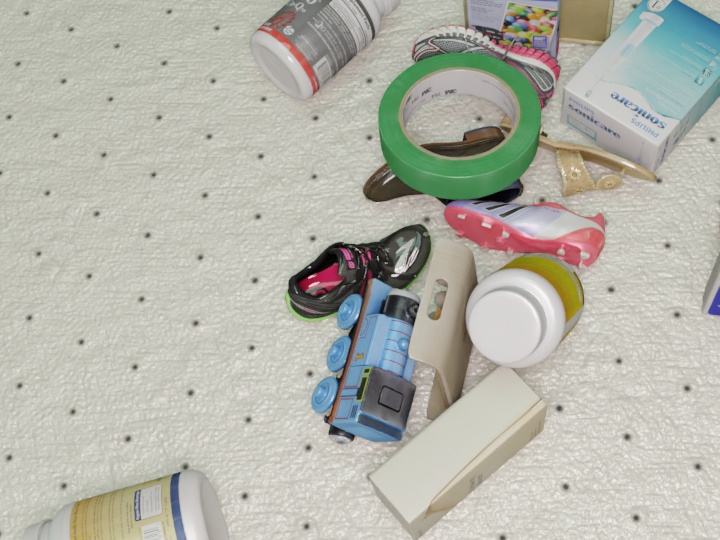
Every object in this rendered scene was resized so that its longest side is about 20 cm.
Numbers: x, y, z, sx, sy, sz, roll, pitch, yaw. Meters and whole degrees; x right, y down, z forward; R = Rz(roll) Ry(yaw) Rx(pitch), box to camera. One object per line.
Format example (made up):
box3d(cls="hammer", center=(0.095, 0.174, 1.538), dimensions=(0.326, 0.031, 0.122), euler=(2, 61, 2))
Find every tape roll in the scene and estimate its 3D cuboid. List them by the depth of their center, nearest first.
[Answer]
box3d(cls="tape roll", center=(0.123, -0.182, 1.331), dimensions=(0.200, 0.048, 0.201), euler=(-2, 58, 3))

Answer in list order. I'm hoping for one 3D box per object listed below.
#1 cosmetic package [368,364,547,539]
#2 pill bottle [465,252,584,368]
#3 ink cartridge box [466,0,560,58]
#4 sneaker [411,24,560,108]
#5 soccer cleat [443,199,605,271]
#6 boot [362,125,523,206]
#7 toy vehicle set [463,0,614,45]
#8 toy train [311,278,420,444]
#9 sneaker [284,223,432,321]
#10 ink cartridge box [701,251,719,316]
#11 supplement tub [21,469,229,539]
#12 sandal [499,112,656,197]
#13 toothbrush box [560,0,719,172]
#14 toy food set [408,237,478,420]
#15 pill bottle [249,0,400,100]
box3d(cls="cosmetic package", center=(0.111, 0.203, 1.196), dimensions=(0.200, 0.104, 0.073), euler=(-40, 67, -10))
box3d(cls="pill bottle", center=(0.183, 0.045, 1.198), dimensions=(0.109, 0.200, 0.109), euler=(3, 99, 20))
box3d(cls="ink cartridge box", center=(0.199, -0.341, 1.388), dimensions=(0.119, 0.200, 0.042), euler=(9, 65, 12))
box3d(cls="sneaker", center=(0.162, -0.269, 1.426), dimensions=(0.200, 0.081, 0.075), euler=(17, 70, 14))
box3d(cls="soccer cleat", center=(0.205, -0.058, 1.332), dimensions=(0.200, 0.067, 0.077), euler=(16, 60, 12))
box3d(cls="boot", center=(0.108, -0.110, 1.361), dimensions=(0.200, 0.075, 0.097), euler=(-22, 61, -5))
box3d(cls="toy vehicle set", center=(0.238, -0.357, 1.433), dimensions=(0.200, 0.124, 0.027), euler=(8, 66, 11))
box3d(cls="toy train", center=(0.016, 0.105, 1.242), dimensions=(0.114, 0.087, 0.200), euler=(-11, 56, 53))
box3d(cls="sneaker", center=(0.000, 0.000, 1.317), dimensions=(0.200, 0.084, 0.077), euler=(-28, 65, -6))
box3d(cls="ink cartridge box", center=(0.494, 0.008, 1.182), dimensions=(0.198, 0.200, 0.047), euler=(6, 67, 10))
box3d(cls="supplement tub", center=(-0.253, 0.311, 1.170), dimensions=(0.200, 0.144, 0.144), euler=(-16, 64, 0))
box3d(cls="sandal", center=(0.264, -0.129, 1.361), dimensions=(0.212, 0.078, 0.070), euler=(27, 92, 21))
box3d(cls="toothbrush box", center=(0.376, -0.243, 1.381), dimensions=(0.146, 0.085, 0.200), euler=(36, 74, 20))
box3d(cls="toy food set", center=(0.089, 0.071, 1.207), dimensions=(0.060, 0.200, 0.144), euler=(10, 66, 15))
box3d(cls="pill bottle", center=(-0.045, -0.338, 1.467), dimensions=(0.116, 0.116, 0.200), euler=(39, 75, 22))
